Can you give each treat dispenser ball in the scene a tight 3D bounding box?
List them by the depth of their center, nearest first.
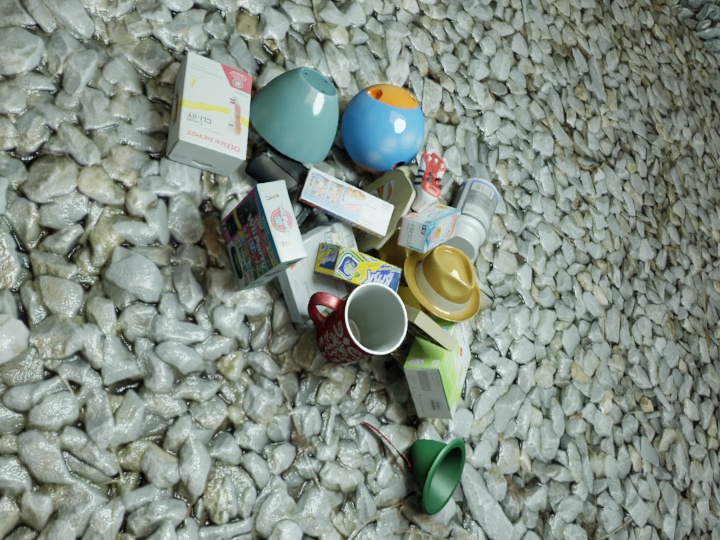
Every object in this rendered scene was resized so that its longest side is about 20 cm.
[{"bbox_3d":[0.052,-0.329,1.436,0.197,0.200,0.206,12,67,-31],"label":"treat dispenser ball"}]

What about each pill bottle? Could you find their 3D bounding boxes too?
[{"bbox_3d":[0.279,-0.130,1.586,0.113,0.113,0.202,39,56,-18],"label":"pill bottle"}]

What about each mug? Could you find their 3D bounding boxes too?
[{"bbox_3d":[-0.020,0.099,1.232,0.133,0.200,0.179,-40,92,-28],"label":"mug"}]

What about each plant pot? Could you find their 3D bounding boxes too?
[{"bbox_3d":[-0.123,-0.349,1.313,0.197,0.135,0.202,27,35,-21],"label":"plant pot"}]

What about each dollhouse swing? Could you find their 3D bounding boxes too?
[{"bbox_3d":[0.151,-0.012,1.428,0.197,0.180,0.180,-16,103,-37],"label":"dollhouse swing"}]

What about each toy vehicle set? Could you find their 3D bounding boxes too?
[{"bbox_3d":[0.099,0.102,1.275,0.124,0.199,0.027,39,80,-30],"label":"toy vehicle set"}]

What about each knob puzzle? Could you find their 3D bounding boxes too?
[{"bbox_3d":[0.058,-0.134,1.374,0.030,0.218,0.224,27,60,-31],"label":"knob puzzle"}]

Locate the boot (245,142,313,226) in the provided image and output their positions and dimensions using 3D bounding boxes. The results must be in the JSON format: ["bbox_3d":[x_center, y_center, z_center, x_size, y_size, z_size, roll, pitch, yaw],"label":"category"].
[{"bbox_3d":[-0.179,-0.161,1.296,0.167,0.076,0.202,36,72,-5],"label":"boot"}]

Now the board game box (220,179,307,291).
[{"bbox_3d":[-0.189,-0.062,1.171,0.063,0.199,0.151,-14,82,-37],"label":"board game box"}]

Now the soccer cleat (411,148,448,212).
[{"bbox_3d":[0.147,-0.202,1.369,0.068,0.085,0.202,31,34,-14],"label":"soccer cleat"}]

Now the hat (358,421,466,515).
[{"bbox_3d":[0.118,0.403,1.349,0.165,0.174,0.204,-32,131,-40],"label":"hat"}]

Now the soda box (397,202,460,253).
[{"bbox_3d":[0.154,-0.097,1.357,0.199,0.067,0.065,-27,131,-57],"label":"soda box"}]

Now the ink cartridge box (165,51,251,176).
[{"bbox_3d":[-0.304,-0.314,1.249,0.143,0.083,0.205,13,67,-32],"label":"ink cartridge box"}]

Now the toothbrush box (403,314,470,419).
[{"bbox_3d":[0.173,0.200,1.352,0.201,0.084,0.148,-60,140,-50],"label":"toothbrush box"}]

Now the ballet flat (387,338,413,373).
[{"bbox_3d":[0.089,0.175,1.365,0.067,0.068,0.200,-44,106,3],"label":"ballet flat"}]

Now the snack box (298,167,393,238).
[{"bbox_3d":[-0.028,-0.141,1.291,0.196,0.024,0.073,23,74,-15],"label":"snack box"}]

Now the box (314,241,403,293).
[{"bbox_3d":[0.000,0.000,1.304,0.198,0.069,0.066,19,85,-44],"label":"box"}]

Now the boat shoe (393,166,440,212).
[{"bbox_3d":[0.141,-0.178,1.458,0.063,0.073,0.201,-50,131,-17],"label":"boat shoe"}]

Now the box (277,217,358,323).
[{"bbox_3d":[-0.083,-0.005,1.297,0.199,0.041,0.159,-33,116,-39],"label":"box"}]

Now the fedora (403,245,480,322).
[{"bbox_3d":[0.192,0.011,1.338,0.196,0.082,0.204,15,48,-17],"label":"fedora"}]
